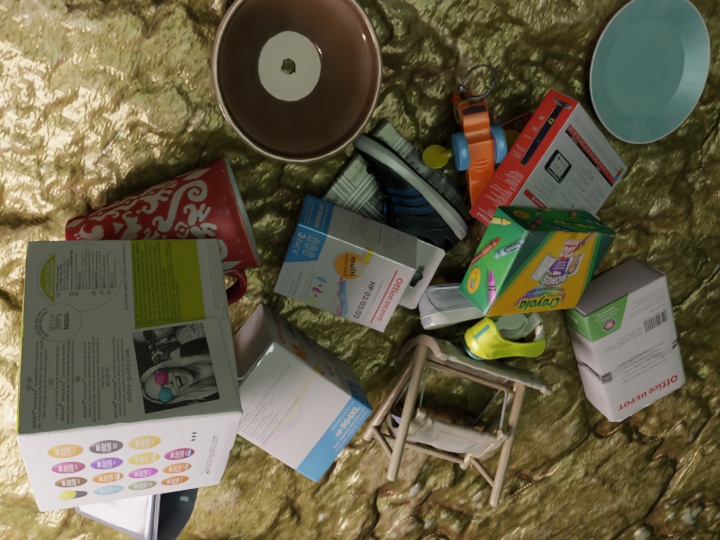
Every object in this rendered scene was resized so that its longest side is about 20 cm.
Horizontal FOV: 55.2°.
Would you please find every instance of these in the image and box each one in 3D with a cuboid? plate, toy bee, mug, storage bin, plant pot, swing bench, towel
[{"bbox_3d":[0.402,-0.283,0.969,0.194,0.026,0.206,-6,111,-15],"label":"plate"},{"bbox_3d":[0.151,-0.178,0.884,0.127,0.110,0.204,6,125,-14],"label":"toy bee"},{"bbox_3d":[-0.224,-0.018,0.815,0.195,0.133,0.182,-18,103,-6],"label":"mug"},{"bbox_3d":[-0.285,0.238,0.897,0.131,0.146,0.206,13,107,8],"label":"storage bin"},{"bbox_3d":[-0.078,-0.234,0.805,0.195,0.093,0.207,-5,109,-15],"label":"plant pot"},{"bbox_3d":[0.138,0.206,1.008,0.195,0.130,0.205,21,97,-21],"label":"swing bench"},{"bbox_3d":[0.036,-0.070,0.935,0.192,0.035,0.201,40,96,-21],"label":"towel"}]

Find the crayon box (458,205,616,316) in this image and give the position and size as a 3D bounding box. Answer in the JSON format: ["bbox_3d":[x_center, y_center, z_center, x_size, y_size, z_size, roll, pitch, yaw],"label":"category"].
[{"bbox_3d":[0.226,-0.012,0.871,0.196,0.058,0.121,-2,125,-41],"label":"crayon box"}]

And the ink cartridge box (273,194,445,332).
[{"bbox_3d":[0.000,0.000,0.881,0.195,0.069,0.117,20,128,-8],"label":"ink cartridge box"}]

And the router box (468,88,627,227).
[{"bbox_3d":[0.252,-0.107,0.905,0.198,0.049,0.182,25,102,-49],"label":"router box"}]

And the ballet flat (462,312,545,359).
[{"bbox_3d":[0.223,0.087,0.981,0.197,0.067,0.068,0,134,-46],"label":"ballet flat"}]

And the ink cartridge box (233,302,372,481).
[{"bbox_3d":[-0.105,0.152,0.912,0.199,0.129,0.126,39,95,-25],"label":"ink cartridge box"}]

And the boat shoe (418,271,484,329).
[{"bbox_3d":[0.168,0.031,0.980,0.196,0.070,0.074,-10,81,-27],"label":"boat shoe"}]

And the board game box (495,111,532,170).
[{"bbox_3d":[0.220,-0.108,0.978,0.101,0.019,0.204,-24,114,-6],"label":"board game box"}]

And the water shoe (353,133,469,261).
[{"bbox_3d":[0.055,-0.088,0.877,0.199,0.072,0.079,39,101,-20],"label":"water shoe"}]

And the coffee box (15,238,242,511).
[{"bbox_3d":[-0.242,0.107,0.719,0.192,0.204,0.201,-2,146,-21],"label":"coffee box"}]

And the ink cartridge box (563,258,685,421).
[{"bbox_3d":[0.410,0.110,1.075,0.143,0.084,0.204,-24,114,-6],"label":"ink cartridge box"}]
